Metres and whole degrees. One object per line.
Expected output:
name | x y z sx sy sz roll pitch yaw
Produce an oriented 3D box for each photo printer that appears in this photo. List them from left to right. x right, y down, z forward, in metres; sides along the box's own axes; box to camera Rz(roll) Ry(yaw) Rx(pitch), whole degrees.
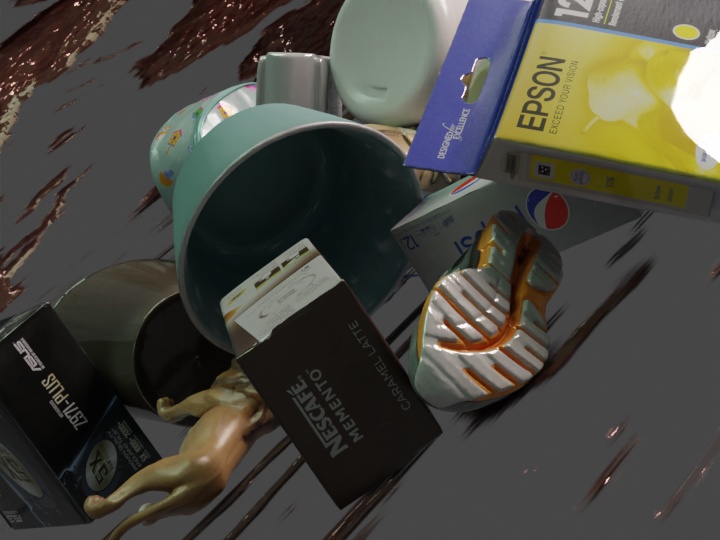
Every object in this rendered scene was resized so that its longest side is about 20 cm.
photo printer | -0.057 -0.098 1.562 0.069 0.203 0.166 2 7 6

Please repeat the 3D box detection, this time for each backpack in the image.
backpack | -0.117 -0.093 1.768 0.153 0.201 0.176 -24 14 42

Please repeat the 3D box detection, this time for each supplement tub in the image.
supplement tub | 0.086 -0.189 1.519 0.199 0.146 0.144 4 -22 -46

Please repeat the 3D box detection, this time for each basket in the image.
basket | -0.166 0.065 1.439 0.179 0.138 0.200 -15 8 -20

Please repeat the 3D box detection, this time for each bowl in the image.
bowl | -0.063 -0.045 1.275 0.200 0.201 0.105 -36 44 -5

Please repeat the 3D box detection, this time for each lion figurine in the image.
lion figurine | -0.108 0.126 1.206 0.122 0.073 0.201 -17 34 37

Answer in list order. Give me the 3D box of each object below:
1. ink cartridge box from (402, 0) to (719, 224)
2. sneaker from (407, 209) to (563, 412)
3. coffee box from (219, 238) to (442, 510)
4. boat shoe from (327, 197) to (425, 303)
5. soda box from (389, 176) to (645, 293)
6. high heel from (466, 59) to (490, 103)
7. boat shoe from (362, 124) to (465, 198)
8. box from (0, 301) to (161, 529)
ink cartridge box | 0.147 -0.122 1.076 0.047 0.198 0.199 94 -168 -44
sneaker | 0.068 0.037 1.018 0.077 0.078 0.200 -44 2 30
coffee box | -0.024 0.058 1.069 0.079 0.115 0.200 -35 10 -2
boat shoe | 0.000 0.000 1.393 0.069 0.084 0.200 -52 1 -35
soda box | 0.118 -0.046 1.193 0.199 0.069 0.063 -26 12 43
high heel | 0.169 -0.138 1.233 0.141 0.072 0.200 -15 6 -22
boat shoe | 0.054 -0.090 1.437 0.064 0.073 0.199 -16 -14 29
box | -0.281 0.128 1.433 0.086 0.165 0.199 -41 13 -29
